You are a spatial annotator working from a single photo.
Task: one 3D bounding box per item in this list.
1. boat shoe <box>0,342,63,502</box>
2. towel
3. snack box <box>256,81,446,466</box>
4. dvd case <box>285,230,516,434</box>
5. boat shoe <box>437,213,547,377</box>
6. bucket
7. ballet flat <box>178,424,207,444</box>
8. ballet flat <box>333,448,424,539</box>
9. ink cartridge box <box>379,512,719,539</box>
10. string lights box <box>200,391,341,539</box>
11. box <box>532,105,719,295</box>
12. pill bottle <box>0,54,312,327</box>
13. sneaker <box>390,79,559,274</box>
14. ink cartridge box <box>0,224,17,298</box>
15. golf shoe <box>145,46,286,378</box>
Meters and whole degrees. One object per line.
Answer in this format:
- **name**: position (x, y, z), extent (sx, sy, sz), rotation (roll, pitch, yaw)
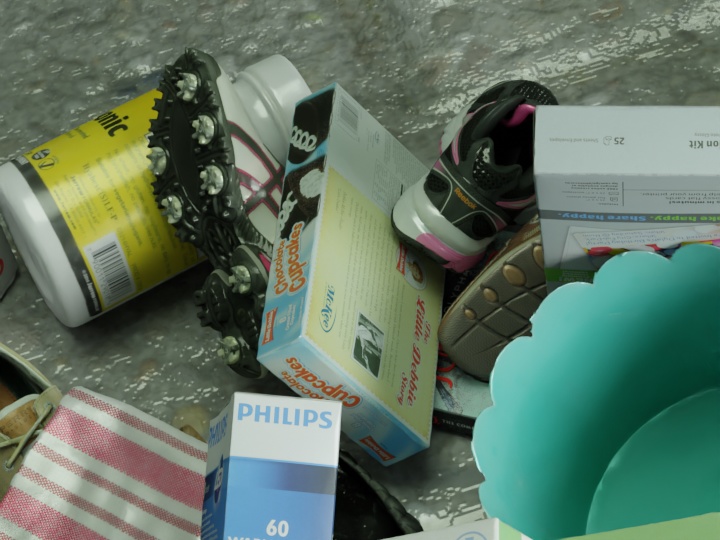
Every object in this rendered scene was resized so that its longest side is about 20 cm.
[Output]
- **boat shoe**: position (-0.196, 0.106, 1.360), extent (0.075, 0.069, 0.200), rotation (-36, 51, -19)
- **towel**: position (-0.154, 0.166, 1.256), extent (0.146, 0.030, 0.201), rotation (21, 72, 33)
- **snack box**: position (0.000, 0.000, 1.353), extent (0.037, 0.116, 0.201), rotation (-26, 39, 31)
- **dvd case**: position (0.071, 0.035, 1.399), extent (0.199, 0.022, 0.146), rotation (12, 52, 23)
- **boat shoe**: position (0.128, -0.009, 1.374), extent (0.199, 0.076, 0.072), rotation (-35, 16, -8)
- **bucket**: position (0.174, 0.101, 1.208), extent (0.206, 0.135, 0.208), rotation (-14, 54, 20)
- **ballet flat**: position (-0.072, 0.173, 1.276), extent (0.072, 0.068, 0.201), rotation (-3, 50, 2)
- **ballet flat**: position (-0.011, 0.130, 1.305), extent (0.066, 0.057, 0.200), rotation (-38, 52, -23)
- **ink cartridge box**: position (0.074, 0.190, 1.097), extent (0.199, 0.048, 0.147), rotation (-16, 59, 33)
- **string lights box**: position (-0.051, 0.169, 1.173), extent (0.058, 0.103, 0.202), rotation (6, 78, -9)
- **box**: position (0.171, -0.030, 1.222), extent (0.155, 0.200, 0.042), rotation (1, 71, 7)
- **pill bottle**: position (-0.121, -0.056, 1.461), extent (0.199, 0.112, 0.111), rotation (-27, 48, -14)
- **sneaker**: position (0.094, -0.071, 1.407), extent (0.080, 0.086, 0.200), rotation (39, 32, -5)
- **ink cartridge box**: position (-0.301, -0.026, 1.413), extent (0.083, 0.201, 0.146), rotation (11, 51, 24)
- **golf shoe**: position (-0.066, -0.036, 1.386), extent (0.088, 0.077, 0.201), rotation (-10, 79, -41)
